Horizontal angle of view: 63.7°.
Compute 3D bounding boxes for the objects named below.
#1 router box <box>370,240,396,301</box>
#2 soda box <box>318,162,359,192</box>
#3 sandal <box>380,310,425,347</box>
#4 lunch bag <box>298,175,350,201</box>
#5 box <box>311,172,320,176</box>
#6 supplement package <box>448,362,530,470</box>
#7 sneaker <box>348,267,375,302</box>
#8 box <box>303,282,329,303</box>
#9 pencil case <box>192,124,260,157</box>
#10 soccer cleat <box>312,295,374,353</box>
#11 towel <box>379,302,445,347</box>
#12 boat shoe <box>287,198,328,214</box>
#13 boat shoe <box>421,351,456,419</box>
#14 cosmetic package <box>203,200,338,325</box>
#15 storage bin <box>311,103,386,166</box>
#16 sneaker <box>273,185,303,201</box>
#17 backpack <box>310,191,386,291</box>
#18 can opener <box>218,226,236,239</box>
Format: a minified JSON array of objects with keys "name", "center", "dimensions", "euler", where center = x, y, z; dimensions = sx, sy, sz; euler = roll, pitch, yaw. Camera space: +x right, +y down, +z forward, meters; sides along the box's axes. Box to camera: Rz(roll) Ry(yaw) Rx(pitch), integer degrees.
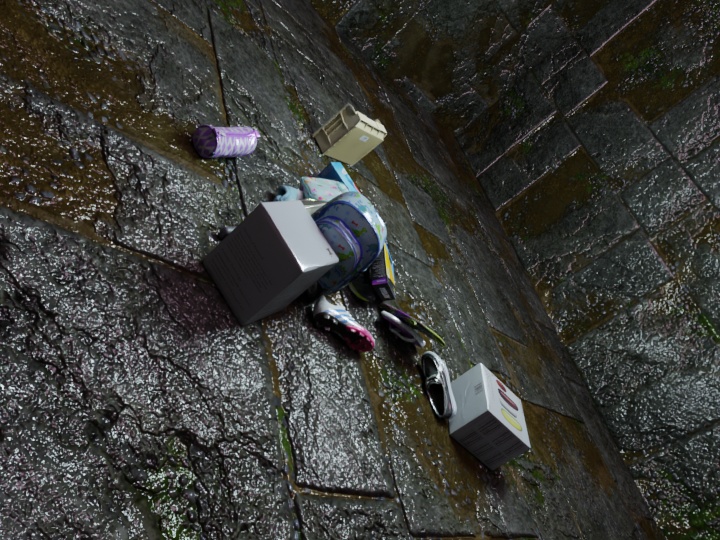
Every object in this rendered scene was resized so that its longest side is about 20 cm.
[{"name":"router box","center":[0.064,-0.008,1.689],"dimensions":[0.200,0.050,0.153],"euler":[57,28,-71]},{"name":"soda box","center":[-0.047,-0.243,1.833],"dimensions":[0.202,0.064,0.068],"euler":[58,27,8]},{"name":"sandal","center":[0.124,0.184,1.686],"dimensions":[0.202,0.050,0.082],"euler":[40,-12,-37]},{"name":"lunch bag","center":[-0.092,-0.204,1.658],"dimensions":[0.156,0.079,0.201],"euler":[4,28,-18]},{"name":"box","center":[-0.071,-0.214,1.876],"dimensions":[0.155,0.041,0.203],"euler":[7,53,-57]},{"name":"supplement package","center":[0.368,0.426,1.694],"dimensions":[0.199,0.146,0.193],"euler":[41,27,-21]},{"name":"sneaker","center":[0.000,0.000,1.674],"dimensions":[0.073,0.080,0.203],"euler":[13,46,-53]},{"name":"box","center":[-0.103,-0.024,1.518],"dimensions":[0.165,0.086,0.199],"euler":[55,25,5]},{"name":"pencil case","center":[-0.347,-0.338,1.500],"dimensions":[0.085,0.085,0.200],"euler":[55,24,2]},{"name":"soccer cleat","center":[-0.036,0.131,1.453],"dimensions":[0.199,0.069,0.088],"euler":[36,34,-31]},{"name":"towel","center":[0.150,0.156,1.683],"dimensions":[0.143,0.023,0.199],"euler":[38,-7,-34]},{"name":"boat shoe","center":[-0.125,-0.150,1.489],"dimensions":[0.199,0.073,0.060],"euler":[-7,34,-46]},{"name":"boat shoe","center":[0.218,0.322,1.651],"dimensions":[0.070,0.071,0.203],"euler":[21,41,-54]},{"name":"cosmetic package","center":[-0.188,-0.020,1.233],"dimensions":[0.168,0.199,0.167],"euler":[55,24,8]},{"name":"storage bin","center":[-0.035,-0.492,2.111],"dimensions":[0.198,0.197,0.095],"euler":[7,53,-57]},{"name":"sneaker","center":[-0.201,-0.156,1.556],"dimensions":[0.080,0.075,0.202],"euler":[19,35,-21]},{"name":"backpack","center":[-0.046,-0.066,1.339],"dimensions":[0.184,0.199,0.147],"euler":[50,27,-6]},{"name":"can opener","center":[-0.247,-0.090,1.375],"dimensions":[0.054,0.067,0.199],"euler":[57,25,13]}]
